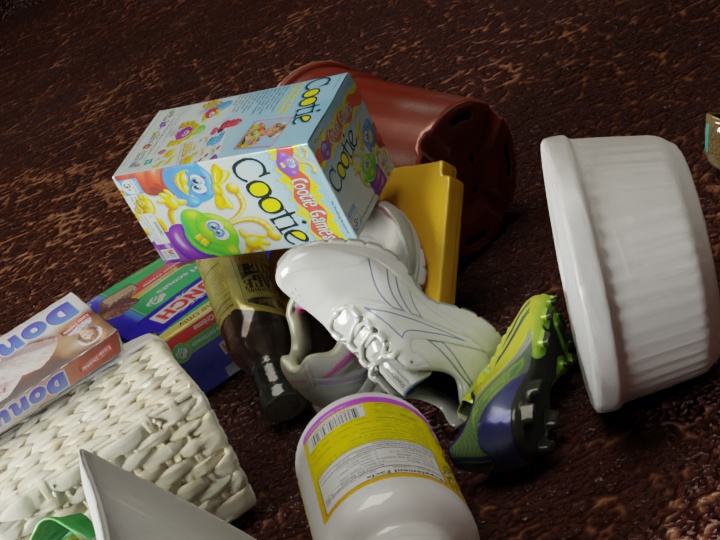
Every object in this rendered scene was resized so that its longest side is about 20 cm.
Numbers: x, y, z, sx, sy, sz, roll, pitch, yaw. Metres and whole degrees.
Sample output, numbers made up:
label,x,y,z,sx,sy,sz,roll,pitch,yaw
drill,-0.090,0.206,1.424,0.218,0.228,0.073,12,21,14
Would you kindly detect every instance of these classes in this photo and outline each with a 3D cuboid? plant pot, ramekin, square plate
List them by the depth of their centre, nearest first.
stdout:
label,x,y,z,sx,sy,sz,roll,pitch,yaw
square plate,-0.088,0.201,0.956,0.028,0.200,0.198,-55,23,5
ramekin,0.193,-0.005,1.096,0.094,0.203,0.202,-12,23,4
plant pot,0.031,-0.097,1.484,0.195,0.201,0.201,11,41,43

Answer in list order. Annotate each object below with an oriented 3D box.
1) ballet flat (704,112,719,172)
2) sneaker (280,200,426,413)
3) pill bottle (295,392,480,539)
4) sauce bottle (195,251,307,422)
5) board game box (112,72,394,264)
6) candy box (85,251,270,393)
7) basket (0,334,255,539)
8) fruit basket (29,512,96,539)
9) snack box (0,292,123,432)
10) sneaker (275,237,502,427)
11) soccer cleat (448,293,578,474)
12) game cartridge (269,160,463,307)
label,x,y,z,sx,sy,sz,roll,pitch,yaw
ballet flat,0.393,-0.157,1.371,0.200,0.072,0.068,-26,23,-2
sneaker,-0.009,0.025,1.268,0.081,0.088,0.200,-7,58,37
pill bottle,0.019,0.165,1.008,0.104,0.104,0.200,-25,23,1
sauce bottle,-0.094,0.044,1.355,0.066,0.066,0.200,-25,55,0
board game box,-0.091,-0.085,1.320,0.200,0.103,0.105,-7,37,31
candy box,-0.165,0.044,1.504,0.169,0.077,0.200,-34,25,-22
basket,-0.197,0.164,1.182,0.200,0.136,0.123,-31,27,-16
fruit basket,-0.216,0.240,0.999,0.185,0.094,0.200,-60,-8,14
snack box,-0.281,0.091,1.168,0.200,0.024,0.072,-35,44,-24
sneaker,0.023,0.045,1.177,0.075,0.200,0.087,-53,12,41
soccer cleat,0.112,0.080,1.152,0.084,0.065,0.200,-17,24,25
game cartridge,0.000,0.000,1.359,0.200,0.032,0.177,-6,70,36
